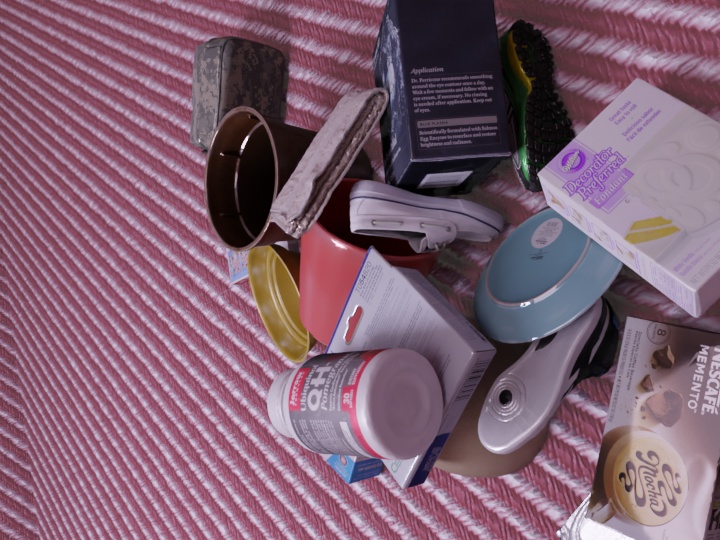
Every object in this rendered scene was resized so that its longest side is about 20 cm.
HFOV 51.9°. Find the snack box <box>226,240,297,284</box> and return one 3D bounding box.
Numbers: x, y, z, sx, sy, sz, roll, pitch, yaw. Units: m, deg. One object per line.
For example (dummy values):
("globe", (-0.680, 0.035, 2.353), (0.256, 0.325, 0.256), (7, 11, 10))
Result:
("snack box", (-0.180, -0.034, 1.330), (0.199, 0.024, 0.073), (-23, 75, 47))

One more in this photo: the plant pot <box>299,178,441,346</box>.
("plant pot", (0.000, 0.000, 1.006), (0.200, 0.198, 0.179), (45, 131, 39))

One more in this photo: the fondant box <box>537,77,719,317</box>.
("fondant box", (0.290, -0.075, 0.701), (0.144, 0.058, 0.200), (-43, 51, 0))

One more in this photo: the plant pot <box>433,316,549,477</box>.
("plant pot", (0.112, 0.160, 0.906), (0.199, 0.133, 0.203), (0, 90, 49))

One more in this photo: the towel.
("towel", (-0.044, -0.135, 0.900), (0.201, 0.034, 0.132), (-58, 21, 0))

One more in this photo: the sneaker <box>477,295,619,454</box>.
("sneaker", (0.214, 0.117, 0.793), (0.073, 0.111, 0.201), (37, 97, 44))

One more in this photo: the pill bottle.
("pill bottle", (-0.015, 0.144, 0.805), (0.199, 0.110, 0.112), (-12, 81, 49))

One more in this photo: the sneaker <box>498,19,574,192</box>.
("sneaker", (0.190, -0.183, 0.866), (0.085, 0.077, 0.203), (-31, 59, 52))

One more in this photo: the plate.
("plate", (0.195, -0.011, 0.797), (0.200, 0.026, 0.201), (-39, 26, 23))

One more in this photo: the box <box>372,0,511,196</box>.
("box", (0.088, -0.204, 0.877), (0.197, 0.116, 0.203), (129, 136, -81))

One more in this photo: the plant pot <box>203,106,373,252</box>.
("plant pot", (-0.100, -0.130, 1.102), (0.199, 0.196, 0.203), (2, 93, 49))

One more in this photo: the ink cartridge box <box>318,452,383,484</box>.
("ink cartridge box", (-0.002, 0.192, 1.091), (0.115, 0.067, 0.202), (34, 117, 43))

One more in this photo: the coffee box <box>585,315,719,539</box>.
("coffee box", (0.298, 0.154, 0.697), (0.112, 0.079, 0.203), (12, 89, 46))

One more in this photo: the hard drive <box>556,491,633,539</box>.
("hard drive", (0.307, 0.307, 0.754), (0.200, 0.037, 0.141), (52, 128, 35))

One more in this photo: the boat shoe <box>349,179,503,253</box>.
("boat shoe", (0.078, -0.052, 0.900), (0.074, 0.197, 0.068), (137, 143, -72))

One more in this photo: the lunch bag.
("lunch bag", (-0.231, -0.304, 1.298), (0.167, 0.138, 0.203), (12, 99, 48))

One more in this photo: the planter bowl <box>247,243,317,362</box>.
("planter bowl", (-0.098, 0.037, 1.170), (0.200, 0.083, 0.203), (41, 141, 44))

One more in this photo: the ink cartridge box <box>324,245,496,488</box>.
("ink cartridge box", (0.043, 0.107, 0.852), (0.200, 0.040, 0.201), (47, 125, 39))
